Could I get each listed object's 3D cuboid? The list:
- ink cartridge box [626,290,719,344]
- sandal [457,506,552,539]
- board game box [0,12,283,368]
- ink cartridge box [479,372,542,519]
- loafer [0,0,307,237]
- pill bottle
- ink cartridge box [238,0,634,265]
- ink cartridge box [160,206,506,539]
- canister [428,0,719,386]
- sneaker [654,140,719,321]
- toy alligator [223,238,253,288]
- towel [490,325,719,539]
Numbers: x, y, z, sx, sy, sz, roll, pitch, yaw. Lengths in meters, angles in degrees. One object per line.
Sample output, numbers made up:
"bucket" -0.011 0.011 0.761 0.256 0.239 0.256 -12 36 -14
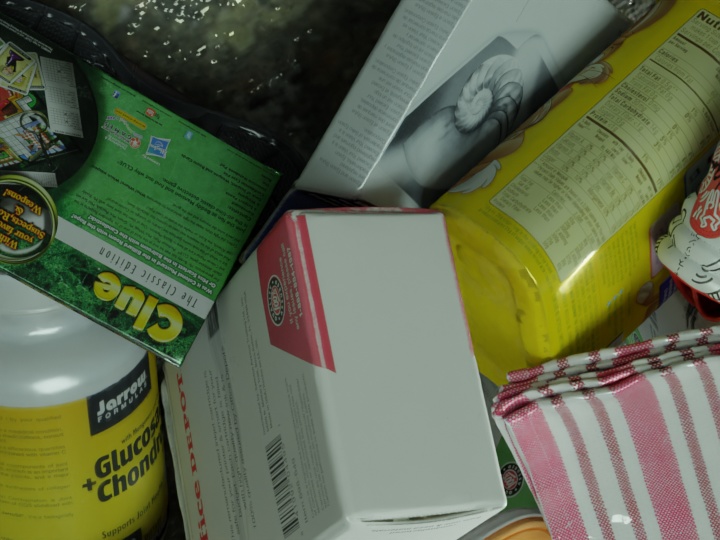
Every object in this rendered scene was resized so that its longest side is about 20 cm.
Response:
"ink cartridge box" 0.213 0.045 1.084 0.084 0.200 0.146 -22 134 -5
"sandal" 0.031 0.197 1.008 0.207 0.059 0.079 -40 112 -11
"board game box" -0.145 -0.048 0.915 0.200 0.023 0.105 30 81 -13
"ink cartridge box" 0.054 0.159 1.144 0.087 0.145 0.200 29 110 -33
"loafer" -0.121 -0.072 0.968 0.199 0.063 0.072 26 88 -16
"pill bottle" -0.158 0.060 1.015 0.112 0.112 0.201 -11 127 -13
"ink cartridge box" 0.055 -0.059 0.986 0.200 0.041 0.199 -58 148 7
"ink cartridge box" -0.020 0.075 0.939 0.084 0.146 0.200 -2 159 -25
"canister" 0.131 -0.041 0.984 0.200 0.086 0.149 -42 148 -19
"sneaker" 0.214 -0.016 0.978 0.201 0.067 0.108 17 109 -55
"toy alligator" 0.000 0.000 1.066 0.200 0.059 0.054 12 117 -41
"towel" 0.175 0.086 0.954 0.199 0.030 0.147 -13 133 15
